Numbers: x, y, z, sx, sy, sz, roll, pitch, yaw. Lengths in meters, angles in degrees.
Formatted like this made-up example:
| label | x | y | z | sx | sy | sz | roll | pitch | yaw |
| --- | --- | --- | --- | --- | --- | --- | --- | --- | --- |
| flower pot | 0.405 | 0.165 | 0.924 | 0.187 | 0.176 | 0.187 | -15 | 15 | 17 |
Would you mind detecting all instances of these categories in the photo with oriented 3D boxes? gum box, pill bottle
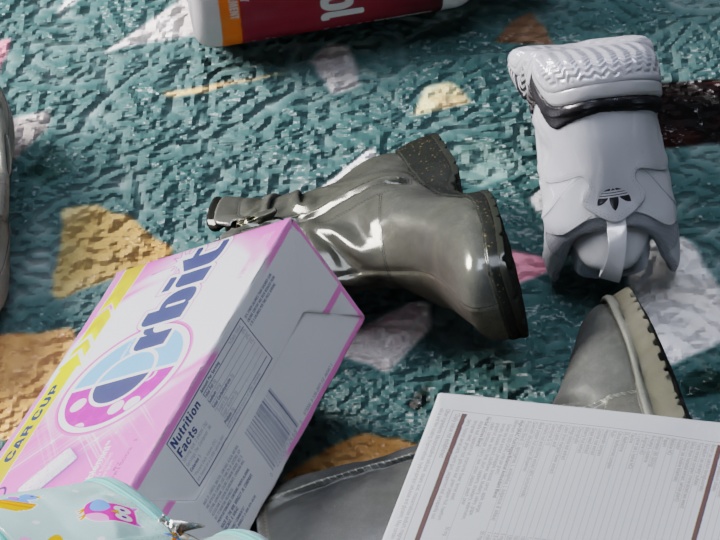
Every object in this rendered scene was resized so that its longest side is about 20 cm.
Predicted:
| label | x | y | z | sx | sy | sz | roll | pitch | yaw |
| --- | --- | --- | --- | --- | --- | --- | --- | --- | --- |
| gum box | -0.092 | 0.074 | 1.328 | 0.113 | 0.066 | 0.200 | -16 | 31 | 37 |
| pill bottle | -0.001 | -0.192 | 1.623 | 0.200 | 0.113 | 0.113 | -10 | 41 | -3 |

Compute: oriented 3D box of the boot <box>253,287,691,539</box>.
| label | x | y | z | sx | sy | sz | roll | pitch | yaw |
| --- | --- | --- | --- | --- | --- | --- | --- | --- | --- |
| boot | 0.049 | 0.087 | 1.334 | 0.200 | 0.073 | 0.182 | -23 | 16 | 6 |

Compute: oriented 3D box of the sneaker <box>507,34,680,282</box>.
| label | x | y | z | sx | sy | sz | roll | pitch | yaw |
| --- | --- | --- | --- | --- | --- | --- | --- | --- | --- |
| sneaker | 0.116 | -0.056 | 1.485 | 0.075 | 0.115 | 0.200 | -5 | 6 | 1 |

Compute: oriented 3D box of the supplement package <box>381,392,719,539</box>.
| label | x | y | z | sx | sy | sz | roll | pitch | yaw |
| --- | --- | --- | --- | --- | --- | --- | --- | --- | --- |
| supplement package | 0.115 | 0.130 | 1.089 | 0.200 | 0.110 | 0.114 | 6 | 41 | 17 |

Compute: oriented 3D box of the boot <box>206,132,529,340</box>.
| label | x | y | z | sx | sy | sz | roll | pitch | yaw |
| --- | --- | --- | --- | --- | --- | --- | --- | --- | --- |
| boot | 0.000 | 0.000 | 1.428 | 0.131 | 0.068 | 0.200 | -17 | 22 | -7 |

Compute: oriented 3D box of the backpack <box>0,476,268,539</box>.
| label | x | y | z | sx | sy | sz | roll | pitch | yaw |
| --- | --- | --- | --- | --- | --- | --- | --- | --- | --- |
| backpack | -0.094 | 0.176 | 1.168 | 0.153 | 0.176 | 0.200 | -18 | 38 | -38 |

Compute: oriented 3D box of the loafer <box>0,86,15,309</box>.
| label | x | y | z | sx | sy | sz | roll | pitch | yaw |
| --- | --- | --- | --- | --- | --- | --- | --- | --- | --- |
| loafer | -0.211 | -0.036 | 1.504 | 0.070 | 0.070 | 0.200 | -6 | 41 | 1 |
